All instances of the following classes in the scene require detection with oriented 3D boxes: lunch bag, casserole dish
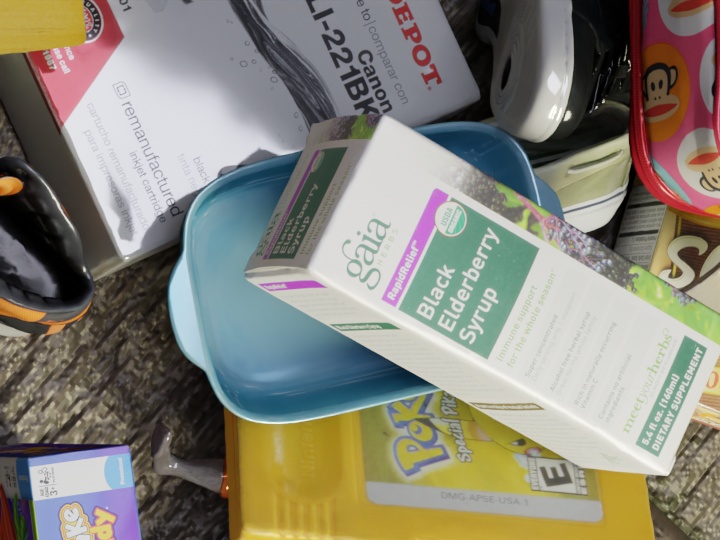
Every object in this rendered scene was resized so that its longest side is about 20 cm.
[{"bbox_3d":[0.218,-0.084,1.360,0.200,0.082,0.176,8,76,-34],"label":"lunch bag"},{"bbox_3d":[0.000,0.000,1.337,0.200,0.039,0.121,-13,96,-21],"label":"casserole dish"}]

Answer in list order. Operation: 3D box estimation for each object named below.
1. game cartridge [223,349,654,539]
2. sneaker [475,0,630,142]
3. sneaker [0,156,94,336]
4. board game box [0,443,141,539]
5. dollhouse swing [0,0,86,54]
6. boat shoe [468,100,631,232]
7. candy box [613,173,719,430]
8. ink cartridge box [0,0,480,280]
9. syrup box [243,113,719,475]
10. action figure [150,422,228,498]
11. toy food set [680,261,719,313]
[{"bbox_3d":[0.034,0.065,1.373,0.200,0.032,0.176,8,51,-16],"label":"game cartridge"},{"bbox_3d":[0.122,-0.105,1.390,0.112,0.200,0.073,16,112,-9],"label":"sneaker"},{"bbox_3d":[-0.197,-0.046,1.318,0.200,0.112,0.078,36,76,-15],"label":"sneaker"},{"bbox_3d":[-0.140,0.145,1.282,0.045,0.200,0.135,-7,89,-20],"label":"board game box"},{"bbox_3d":[-0.204,-0.219,1.234,0.182,0.176,0.200,-9,50,-35],"label":"dollhouse swing"},{"bbox_3d":[0.049,-0.045,1.414,0.200,0.072,0.062,-15,137,-34],"label":"boat shoe"},{"bbox_3d":[0.197,-0.021,1.489,0.115,0.055,0.200,20,79,-20],"label":"candy box"},{"bbox_3d":[-0.064,-0.102,1.382,0.200,0.084,0.144,-25,92,-20],"label":"ink cartridge box"},{"bbox_3d":[0.057,0.012,1.297,0.200,0.081,0.079,30,77,-22],"label":"syrup box"},{"bbox_3d":[-0.012,0.111,1.407,0.193,0.105,0.200,1,57,-26],"label":"action figure"},{"bbox_3d":[0.251,-0.030,1.458,0.143,0.060,0.200,36,66,-20],"label":"toy food set"}]
